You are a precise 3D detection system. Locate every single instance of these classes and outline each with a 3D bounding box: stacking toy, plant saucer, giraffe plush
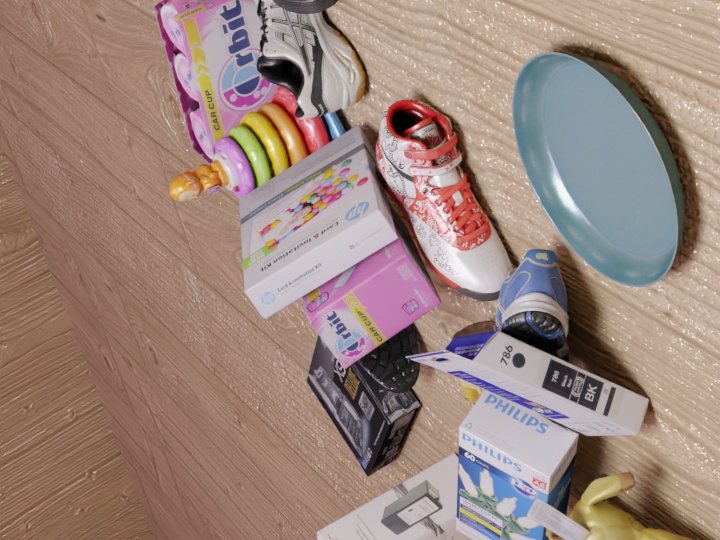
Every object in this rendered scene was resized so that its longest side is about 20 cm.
[{"bbox_3d":[-0.118,-0.123,1.618,0.111,0.199,0.116,61,159,2],"label":"stacking toy"},{"bbox_3d":[0.190,-0.083,1.179,0.200,0.027,0.201,50,157,30],"label":"plant saucer"},{"bbox_3d":[0.229,0.277,1.394,0.200,0.172,0.162,49,180,4],"label":"giraffe plush"}]

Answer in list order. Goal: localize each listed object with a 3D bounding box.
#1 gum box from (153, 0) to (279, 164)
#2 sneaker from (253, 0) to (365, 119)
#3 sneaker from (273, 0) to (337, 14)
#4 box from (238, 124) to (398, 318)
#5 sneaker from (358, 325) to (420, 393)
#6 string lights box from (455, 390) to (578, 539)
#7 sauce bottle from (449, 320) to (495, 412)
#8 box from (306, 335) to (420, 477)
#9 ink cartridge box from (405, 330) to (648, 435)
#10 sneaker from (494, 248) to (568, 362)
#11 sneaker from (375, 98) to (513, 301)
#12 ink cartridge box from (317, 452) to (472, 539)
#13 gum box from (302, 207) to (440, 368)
[{"bbox_3d":[-0.149,-0.231,1.680,0.066,0.113,0.202,39,149,46],"label":"gum box"},{"bbox_3d":[-0.078,-0.242,1.534,0.201,0.087,0.076,55,161,22],"label":"sneaker"},{"bbox_3d":[-0.092,-0.338,1.484,0.200,0.060,0.105,47,160,43],"label":"sneaker"},{"bbox_3d":[-0.047,-0.052,1.497,0.041,0.155,0.201,53,-167,-28],"label":"box"},{"bbox_3d":[0.012,0.065,1.758,0.201,0.075,0.088,56,174,26],"label":"sneaker"},{"bbox_3d":[0.151,0.209,1.472,0.102,0.059,0.201,27,148,22],"label":"string lights box"},{"bbox_3d":[0.145,0.148,1.523,0.066,0.066,0.202,27,142,57],"label":"sauce bottle"},{"bbox_3d":[0.000,0.154,1.900,0.158,0.049,0.200,56,159,17],"label":"box"},{"bbox_3d":[0.147,0.095,1.328,0.198,0.040,0.099,23,167,-17],"label":"ink cartridge box"},{"bbox_3d":[0.161,0.043,1.373,0.200,0.075,0.078,96,-178,-72],"label":"sneaker"},{"bbox_3d":[0.078,-0.070,1.405,0.202,0.067,0.108,55,161,25],"label":"sneaker"},{"bbox_3d":[0.059,0.331,1.772,0.084,0.199,0.147,46,154,41],"label":"ink cartridge box"},{"bbox_3d":[0.000,0.000,1.503,0.066,0.113,0.200,53,-173,-23],"label":"gum box"}]
